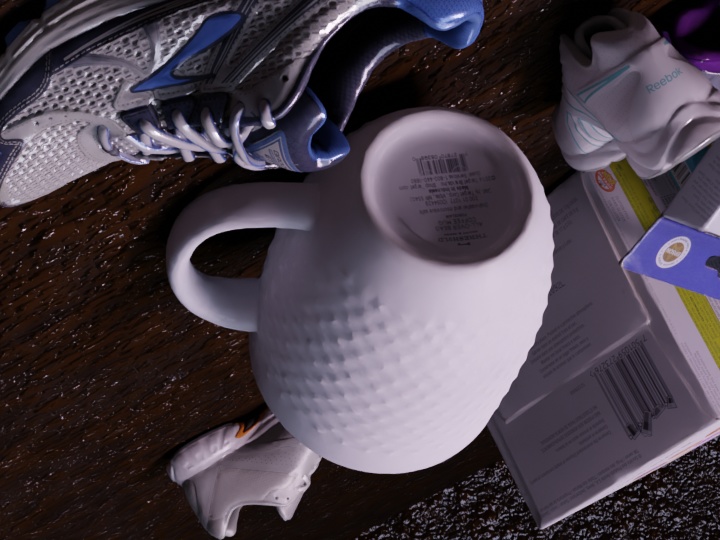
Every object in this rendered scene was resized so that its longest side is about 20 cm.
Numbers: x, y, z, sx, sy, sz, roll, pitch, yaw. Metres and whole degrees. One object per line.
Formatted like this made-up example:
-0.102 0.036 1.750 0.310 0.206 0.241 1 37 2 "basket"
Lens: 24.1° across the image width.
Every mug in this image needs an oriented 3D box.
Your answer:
0.000 0.000 0.857 0.197 0.149 0.176 6 151 -9 "mug"

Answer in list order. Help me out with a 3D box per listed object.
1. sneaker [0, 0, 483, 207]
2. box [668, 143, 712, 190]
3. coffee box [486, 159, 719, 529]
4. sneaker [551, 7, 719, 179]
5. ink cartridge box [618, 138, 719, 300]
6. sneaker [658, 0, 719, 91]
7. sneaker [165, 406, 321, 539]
-0.047 -0.067 0.576 0.199 0.086 0.077 -30 167 11 "sneaker"
0.308 -0.107 1.173 0.198 0.083 0.049 -26 168 -11 "box"
0.209 0.042 1.277 0.197 0.202 0.199 -16 163 -45 "coffee box"
0.138 -0.100 0.894 0.070 0.081 0.200 -34 -173 -4 "sneaker"
0.291 -0.049 1.086 0.198 0.041 0.201 14 119 -42 "ink cartridge box"
0.258 -0.153 0.919 0.199 0.075 0.087 -31 162 15 "sneaker"
-0.056 0.154 1.406 0.198 0.093 0.076 -28 168 -1 "sneaker"
